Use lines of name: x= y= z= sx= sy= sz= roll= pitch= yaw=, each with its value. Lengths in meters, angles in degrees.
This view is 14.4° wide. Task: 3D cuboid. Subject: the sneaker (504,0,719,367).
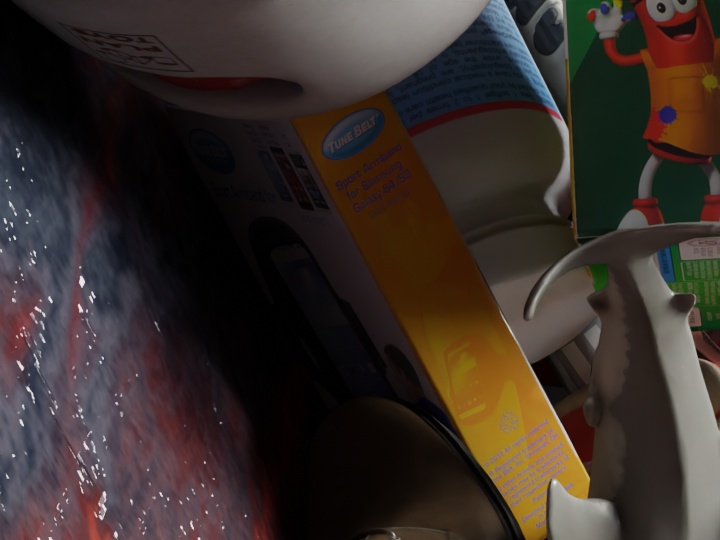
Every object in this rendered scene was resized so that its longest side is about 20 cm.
sneaker: x=0.121 y=-0.049 z=1.139 sx=0.080 sy=0.078 sz=0.200 roll=-6 pitch=57 yaw=-31

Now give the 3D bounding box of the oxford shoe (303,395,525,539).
oxford shoe: x=0.010 y=0.103 z=0.889 sx=0.084 sy=0.073 sz=0.200 roll=48 pitch=18 yaw=-38

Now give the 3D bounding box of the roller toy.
roller toy: x=-0.041 y=-0.146 z=0.877 sx=0.200 sy=0.182 sz=0.140 roll=60 pitch=9 yaw=21

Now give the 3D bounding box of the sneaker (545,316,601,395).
sneaker: x=0.109 y=-0.013 z=1.218 sx=0.116 sy=0.075 sz=0.200 roll=53 pitch=23 yaw=-7

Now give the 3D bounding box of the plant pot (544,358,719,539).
plant pot: x=0.132 y=0.143 z=1.090 sx=0.177 sy=0.200 sz=0.200 roll=50 pitch=16 yaw=-19

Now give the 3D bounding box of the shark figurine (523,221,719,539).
shark figurine: x=0.108 y=0.057 z=0.912 sx=0.128 sy=0.089 sz=0.215 roll=-58 pitch=152 yaw=-57

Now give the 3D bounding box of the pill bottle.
pill bottle: x=0.020 y=-0.059 z=1.121 sx=0.200 sy=0.109 sz=0.109 roll=66 pitch=11 yaw=26

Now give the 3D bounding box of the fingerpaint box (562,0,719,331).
fingerpaint box: x=0.111 y=-0.075 z=0.982 sx=0.200 sy=0.073 sz=0.167 roll=54 pitch=33 yaw=-76

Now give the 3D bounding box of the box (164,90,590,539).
box: x=0.000 y=0.000 z=0.998 sx=0.200 sy=0.041 sz=0.119 roll=60 pitch=-19 yaw=-17

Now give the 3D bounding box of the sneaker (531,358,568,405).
sneaker: x=0.073 y=0.071 z=1.223 sx=0.200 sy=0.071 sz=0.112 roll=59 pitch=16 yaw=-18
